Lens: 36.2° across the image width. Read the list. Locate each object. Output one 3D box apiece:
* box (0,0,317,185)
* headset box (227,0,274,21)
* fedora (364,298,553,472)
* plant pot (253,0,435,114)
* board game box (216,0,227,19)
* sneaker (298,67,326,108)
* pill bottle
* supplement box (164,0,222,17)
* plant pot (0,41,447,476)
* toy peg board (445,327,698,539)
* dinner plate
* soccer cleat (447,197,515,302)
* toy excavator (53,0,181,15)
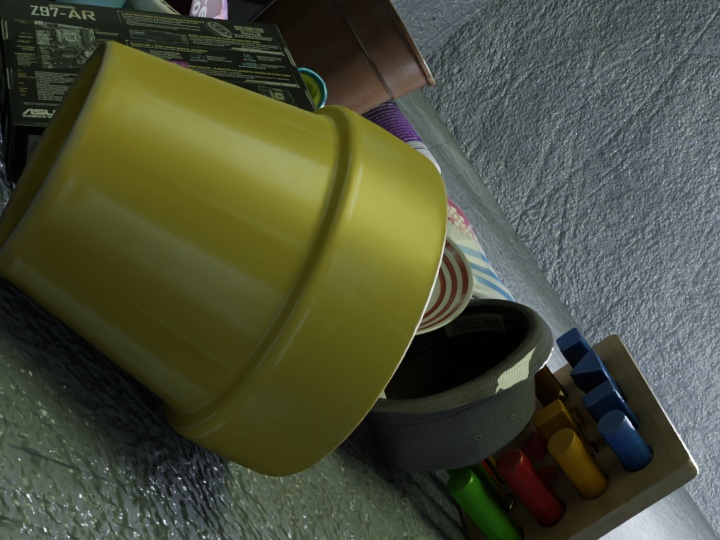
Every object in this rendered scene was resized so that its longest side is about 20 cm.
[{"bbox_3d":[-0.133,-0.115,0.719,0.197,0.044,0.161,0,39,-23],"label":"box"},{"bbox_3d":[-0.151,-0.300,1.177,0.077,0.148,0.201,48,13,-19],"label":"headset box"},{"bbox_3d":[0.067,0.100,0.892,0.176,0.198,0.092,17,-53,54],"label":"fedora"},{"bbox_3d":[-0.048,-0.243,1.238,0.202,0.197,0.200,57,7,-10],"label":"plant pot"},{"bbox_3d":[-0.176,-0.308,0.993,0.118,0.202,0.032,19,43,19],"label":"board game box"},{"bbox_3d":[-0.084,-0.145,1.037,0.080,0.130,0.201,45,14,-20],"label":"sneaker"},{"bbox_3d":[0.020,-0.186,1.567,0.201,0.111,0.111,58,14,22],"label":"pill bottle"},{"bbox_3d":[-0.201,-0.306,0.946,0.199,0.110,0.061,34,43,10],"label":"supplement box"},{"bbox_3d":[-0.084,-0.019,0.591,0.187,0.202,0.202,30,21,-22],"label":"plant pot"},{"bbox_3d":[0.151,0.137,0.944,0.098,0.198,0.201,49,13,-25],"label":"toy peg board"},{"bbox_3d":[0.000,0.000,0.952,0.196,0.025,0.201,7,34,-5],"label":"dinner plate"},{"bbox_3d":[0.085,-0.001,1.029,0.201,0.070,0.086,51,24,-2],"label":"soccer cleat"},{"bbox_3d":[-0.183,-0.219,0.856,0.200,0.100,0.194,43,11,20],"label":"toy excavator"}]
